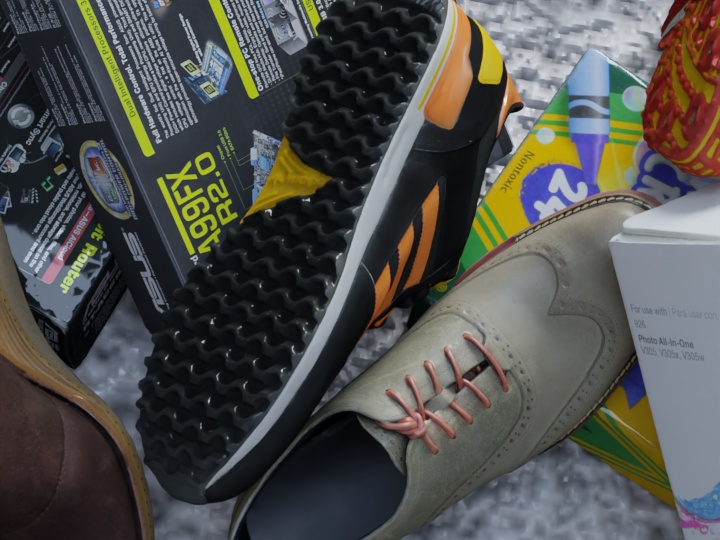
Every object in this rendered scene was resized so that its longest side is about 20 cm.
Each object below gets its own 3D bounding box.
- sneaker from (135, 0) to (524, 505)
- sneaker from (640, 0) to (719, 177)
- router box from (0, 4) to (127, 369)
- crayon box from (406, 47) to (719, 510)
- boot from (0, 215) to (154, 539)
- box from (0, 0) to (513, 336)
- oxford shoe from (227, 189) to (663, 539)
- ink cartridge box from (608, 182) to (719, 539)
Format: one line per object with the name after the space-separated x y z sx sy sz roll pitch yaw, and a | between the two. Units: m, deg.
0.000 0.000 0.751 0.070 0.090 0.201 16 76 44 | sneaker
0.151 -0.079 0.796 0.077 0.200 0.073 27 115 3 | sneaker
-0.127 -0.084 0.837 0.149 0.062 0.200 28 72 6 | router box
0.135 0.022 0.826 0.200 0.052 0.126 34 73 7 | crayon box
-0.156 0.070 0.714 0.166 0.072 0.201 -42 116 -52 | boot
-0.045 -0.099 0.787 0.160 0.044 0.201 -32 108 -30 | box
0.035 0.048 0.759 0.200 0.075 0.070 -43 85 12 | oxford shoe
0.185 0.058 0.742 0.145 0.087 0.201 -21 99 -26 | ink cartridge box
